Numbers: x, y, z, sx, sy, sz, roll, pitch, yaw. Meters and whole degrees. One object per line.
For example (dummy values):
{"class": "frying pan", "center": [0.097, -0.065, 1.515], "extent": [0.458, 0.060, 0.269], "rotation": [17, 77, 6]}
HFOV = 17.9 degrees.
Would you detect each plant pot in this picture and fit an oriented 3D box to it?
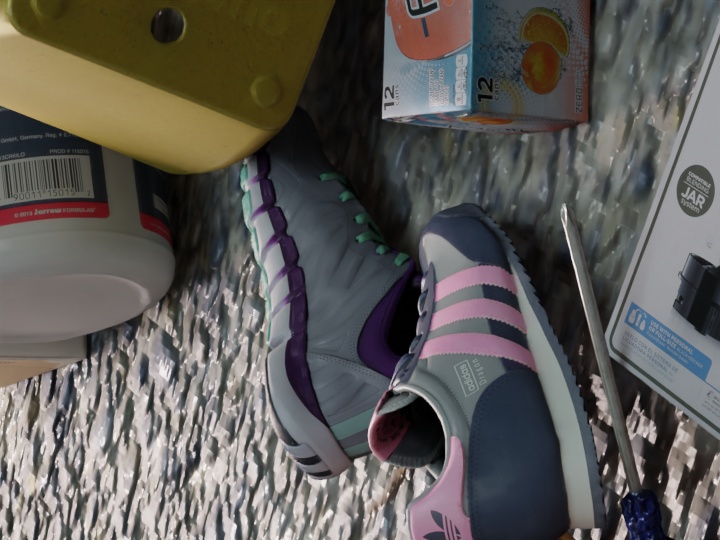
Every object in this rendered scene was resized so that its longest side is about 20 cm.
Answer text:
{"class": "plant pot", "center": [-0.098, -0.156, 1.020], "extent": [0.176, 0.200, 0.201], "rotation": [22, 91, 64]}

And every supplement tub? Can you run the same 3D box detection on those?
{"class": "supplement tub", "center": [-0.179, -0.073, 1.229], "extent": [0.140, 0.140, 0.201], "rotation": [-31, 61, 48]}

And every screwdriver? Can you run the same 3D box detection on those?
{"class": "screwdriver", "center": [0.099, 0.070, 0.851], "extent": [0.029, 0.028, 0.201], "rotation": [-86, -18, -67]}

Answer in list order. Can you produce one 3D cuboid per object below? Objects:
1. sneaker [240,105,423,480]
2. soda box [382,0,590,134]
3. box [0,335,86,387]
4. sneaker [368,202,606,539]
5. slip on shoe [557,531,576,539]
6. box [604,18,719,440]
{"class": "sneaker", "center": [0.000, 0.000, 1.056], "extent": [0.087, 0.074, 0.201], "rotation": [-19, 56, 15]}
{"class": "soda box", "center": [0.055, -0.160, 0.971], "extent": [0.063, 0.068, 0.201], "rotation": [-2, 85, 54]}
{"class": "box", "center": [-0.250, 0.030, 1.358], "extent": [0.200, 0.095, 0.078], "rotation": [-19, 72, 53]}
{"class": "sneaker", "center": [0.037, 0.039, 0.927], "extent": [0.200, 0.082, 0.070], "rotation": [-111, 7, -58]}
{"class": "slip on shoe", "center": [0.052, 0.187, 0.952], "extent": [0.061, 0.074, 0.200], "rotation": [-59, -12, -57]}
{"class": "box", "center": [0.170, -0.035, 0.806], "extent": [0.117, 0.060, 0.201], "rotation": [42, 119, 48]}
